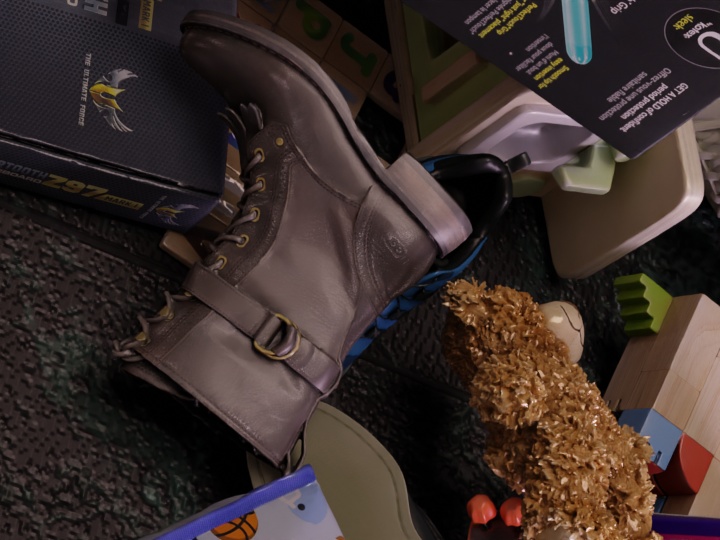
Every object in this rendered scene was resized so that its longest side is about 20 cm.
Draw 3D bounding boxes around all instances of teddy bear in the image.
[{"bbox_3d":[0.105,0.081,1.337,0.145,0.067,0.200,34,24,-25],"label":"teddy bear"}]

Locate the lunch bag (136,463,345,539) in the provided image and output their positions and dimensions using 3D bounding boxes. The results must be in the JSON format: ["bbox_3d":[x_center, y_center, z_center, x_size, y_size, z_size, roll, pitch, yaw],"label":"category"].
[{"bbox_3d":[-0.087,0.208,1.227,0.200,0.124,0.170,-25,86,-41],"label":"lunch bag"}]

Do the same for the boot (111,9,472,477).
[{"bbox_3d":[-0.060,-0.015,1.320,0.200,0.069,0.174,42,80,7],"label":"boot"}]

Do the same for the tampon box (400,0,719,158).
[{"bbox_3d":[0.118,-0.182,1.352,0.200,0.150,0.126,33,56,-14],"label":"tampon box"}]

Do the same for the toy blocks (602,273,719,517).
[{"bbox_3d":[0.201,0.112,1.487,0.200,0.100,0.137,38,66,-24],"label":"toy blocks"}]

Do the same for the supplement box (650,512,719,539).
[{"bbox_3d":[0.195,0.230,1.375,0.101,0.103,0.200,8,84,-36],"label":"supplement box"}]

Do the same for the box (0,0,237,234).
[{"bbox_3d":[-0.145,-0.133,1.390,0.158,0.051,0.200,16,61,-24],"label":"box"}]

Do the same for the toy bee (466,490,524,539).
[{"bbox_3d":[0.067,0.167,1.356,0.131,0.109,0.200,-16,55,5],"label":"toy bee"}]

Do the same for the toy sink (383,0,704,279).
[{"bbox_3d":[0.095,-0.109,1.479,0.112,0.130,0.200,4,68,-31],"label":"toy sink"}]

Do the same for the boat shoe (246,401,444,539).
[{"bbox_3d":[0.009,0.149,1.319,0.075,0.066,0.199,-35,61,-20],"label":"boat shoe"}]

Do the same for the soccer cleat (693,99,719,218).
[{"bbox_3d":[0.237,-0.055,1.590,0.200,0.070,0.086,42,48,-10],"label":"soccer cleat"}]

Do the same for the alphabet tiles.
[{"bbox_3d":[-0.032,-0.060,1.460,0.167,0.008,0.200,35,53,-15],"label":"alphabet tiles"}]

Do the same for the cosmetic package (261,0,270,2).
[{"bbox_3d":[-0.043,-0.265,1.485,0.087,0.103,0.200,-17,76,-38],"label":"cosmetic package"}]

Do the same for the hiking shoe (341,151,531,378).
[{"bbox_3d":[0.000,0.000,1.386,0.074,0.087,0.200,47,65,-8],"label":"hiking shoe"}]
